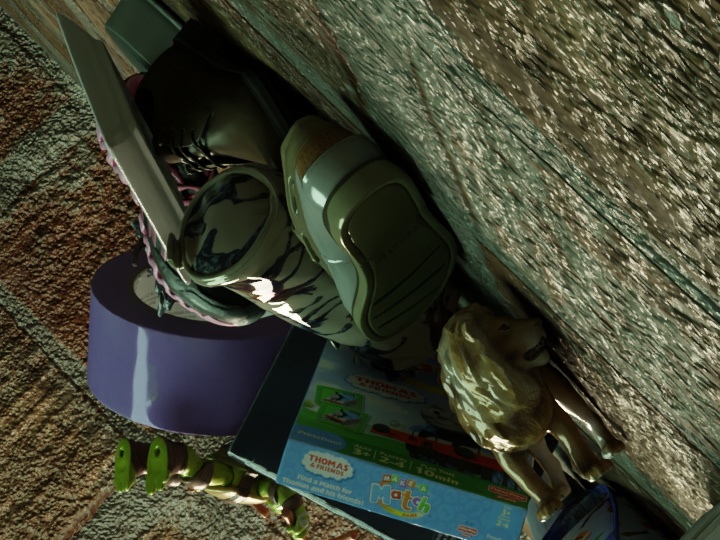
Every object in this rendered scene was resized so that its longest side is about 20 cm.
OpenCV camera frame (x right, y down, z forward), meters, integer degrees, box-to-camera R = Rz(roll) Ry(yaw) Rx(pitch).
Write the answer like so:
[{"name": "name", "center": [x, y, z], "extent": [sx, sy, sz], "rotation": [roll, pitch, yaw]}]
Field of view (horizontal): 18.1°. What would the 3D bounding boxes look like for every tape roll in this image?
[{"name": "tape roll", "center": [-0.121, 0.052, 1.829], "extent": [0.200, 0.198, 0.086], "rotation": [40, 131, 54]}]

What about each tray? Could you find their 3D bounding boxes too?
[{"name": "tray", "center": [-0.145, -0.078, 1.466], "extent": [0.200, 0.022, 0.108], "rotation": [68, 178, -62]}]

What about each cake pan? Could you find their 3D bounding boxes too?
[{"name": "cake pan", "center": [-0.116, -0.130, 1.672], "extent": [0.200, 0.037, 0.200], "rotation": [45, 176, 4]}]

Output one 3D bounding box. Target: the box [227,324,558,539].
[{"name": "box", "center": [0.030, 0.129, 1.670], "extent": [0.197, 0.124, 0.200], "rotation": [27, 180, 9]}]

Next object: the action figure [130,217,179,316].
[{"name": "action figure", "center": [-0.120, -0.026, 1.753], "extent": [0.102, 0.120, 0.199], "rotation": [15, -172, 41]}]

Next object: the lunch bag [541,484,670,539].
[{"name": "lunch bag", "center": [0.206, 0.256, 1.658], "extent": [0.170, 0.124, 0.200], "rotation": [45, -167, -4]}]

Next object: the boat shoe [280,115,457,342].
[{"name": "boat shoe", "center": [0.003, -0.026, 1.280], "extent": [0.068, 0.075, 0.200], "rotation": [48, 169, 24]}]

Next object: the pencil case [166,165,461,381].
[{"name": "pencil case", "center": [-0.027, 0.002, 1.384], "extent": [0.199, 0.089, 0.078], "rotation": [28, -148, -46]}]

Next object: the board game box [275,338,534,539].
[{"name": "board game box", "center": [0.037, 0.101, 1.432], "extent": [0.150, 0.037, 0.200], "rotation": [16, -160, 1]}]

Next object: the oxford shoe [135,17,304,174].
[{"name": "oxford shoe", "center": [-0.083, -0.087, 1.429], "extent": [0.073, 0.084, 0.200], "rotation": [50, 173, -33]}]

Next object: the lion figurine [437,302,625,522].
[{"name": "lion figurine", "center": [0.096, 0.078, 1.341], "extent": [0.123, 0.072, 0.200], "rotation": [52, -179, 6]}]

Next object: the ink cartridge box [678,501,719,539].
[{"name": "ink cartridge box", "center": [0.217, 0.203, 1.213], "extent": [0.145, 0.084, 0.200], "rotation": [45, 175, 10]}]

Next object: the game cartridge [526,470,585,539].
[{"name": "game cartridge", "center": [0.184, 0.238, 1.881], "extent": [0.200, 0.040, 0.134], "rotation": [45, -151, -58]}]

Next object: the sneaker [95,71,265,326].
[{"name": "sneaker", "center": [-0.123, -0.054, 1.597], "extent": [0.201, 0.079, 0.095], "rotation": [59, 161, 6]}]

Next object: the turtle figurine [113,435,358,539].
[{"name": "turtle figurine", "center": [-0.098, 0.162, 1.745], "extent": [0.160, 0.065, 0.199], "rotation": [16, -179, -35]}]
